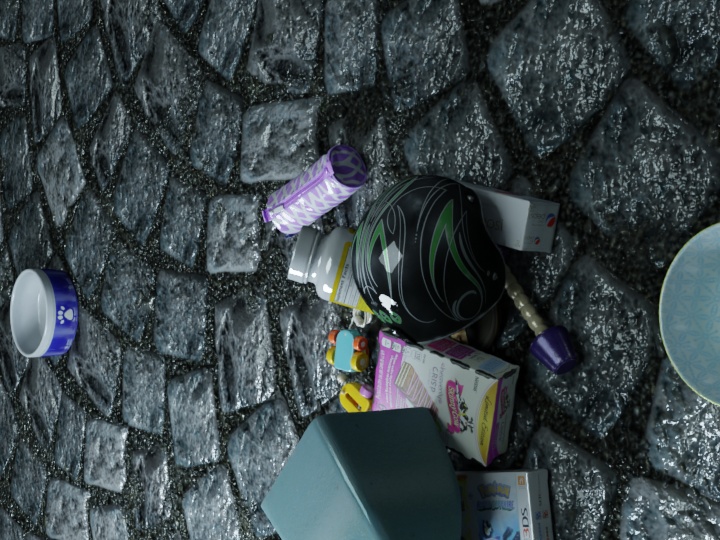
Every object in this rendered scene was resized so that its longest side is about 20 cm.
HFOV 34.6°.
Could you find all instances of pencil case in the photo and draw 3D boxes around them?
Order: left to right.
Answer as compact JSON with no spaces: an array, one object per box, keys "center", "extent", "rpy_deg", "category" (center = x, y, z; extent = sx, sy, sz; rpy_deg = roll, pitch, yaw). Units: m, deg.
[{"center":[-0.076,-0.130,1.873],"extent":[0.200,0.085,0.085],"rpy_deg":[-34,66,43],"category":"pencil case"}]

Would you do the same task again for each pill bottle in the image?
[{"center":[0.000,0.000,1.678],"extent":[0.111,0.198,0.112],"rpy_deg":[-163,90,-90],"category":"pill bottle"}]

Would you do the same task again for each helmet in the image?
[{"center":[0.082,-0.023,1.525],"extent":[0.199,0.200,0.192],"rpy_deg":[-3,120,50],"category":"helmet"}]

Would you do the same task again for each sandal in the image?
[{"center":[0.133,0.095,1.640],"extent":[0.200,0.054,0.082],"rpy_deg":[-51,53,36],"category":"sandal"}]

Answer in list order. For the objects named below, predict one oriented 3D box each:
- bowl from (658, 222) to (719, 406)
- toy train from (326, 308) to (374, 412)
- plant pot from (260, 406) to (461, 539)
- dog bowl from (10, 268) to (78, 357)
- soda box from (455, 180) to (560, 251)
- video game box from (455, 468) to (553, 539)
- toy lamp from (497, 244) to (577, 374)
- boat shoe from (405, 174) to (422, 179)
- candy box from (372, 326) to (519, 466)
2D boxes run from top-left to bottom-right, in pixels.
[{"center":[0.434,0.048,1.243],"extent":[0.199,0.107,0.202],"rpy_deg":[-3,87,49],"category":"bowl"},{"center":[0.024,0.158,1.774],"extent":[0.150,0.055,0.201],"rpy_deg":[-40,60,36],"category":"toy train"},{"center":[0.019,0.323,1.521],"extent":[0.196,0.195,0.201],"rpy_deg":[-59,46,33],"category":"plant pot"},{"center":[-0.724,0.096,2.642],"extent":[0.199,0.078,0.202],"rpy_deg":[-1,89,50],"category":"dog bowl"},{"center":[0.175,-0.078,1.589],"extent":[0.199,0.063,0.069],"rpy_deg":[19,104,49],"category":"soda box"},{"center":[0.180,0.367,1.585],"extent":[0.199,0.047,0.184],"rpy_deg":[-15,76,50],"category":"video game box"},{"center":[0.221,0.051,1.535],"extent":[0.058,0.058,0.201],"rpy_deg":[-55,51,33],"category":"toy lamp"},{"center":[0.046,-0.054,1.738],"extent":[0.072,0.067,0.201],"rpy_deg":[50,125,38],"category":"boat shoe"},{"center":[0.114,0.167,1.603],"extent":[0.199,0.061,0.137],"rpy_deg":[20,117,32],"category":"candy box"}]
